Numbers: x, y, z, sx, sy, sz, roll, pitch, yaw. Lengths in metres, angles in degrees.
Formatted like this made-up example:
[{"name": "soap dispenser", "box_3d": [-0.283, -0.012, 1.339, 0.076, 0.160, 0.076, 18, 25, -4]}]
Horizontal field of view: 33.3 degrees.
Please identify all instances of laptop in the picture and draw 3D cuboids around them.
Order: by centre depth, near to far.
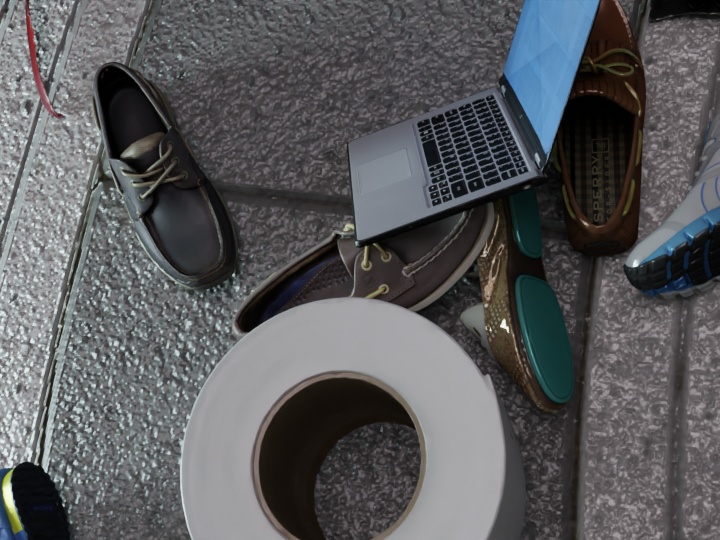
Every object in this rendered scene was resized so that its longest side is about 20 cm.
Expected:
[{"name": "laptop", "box_3d": [0.068, -0.132, 0.806, 0.199, 0.117, 0.188, -20, 24, 7]}]

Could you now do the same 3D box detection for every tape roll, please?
[{"name": "tape roll", "box_3d": [0.001, 0.133, 0.768, 0.201, 0.139, 0.204, -4, 70, 11]}]

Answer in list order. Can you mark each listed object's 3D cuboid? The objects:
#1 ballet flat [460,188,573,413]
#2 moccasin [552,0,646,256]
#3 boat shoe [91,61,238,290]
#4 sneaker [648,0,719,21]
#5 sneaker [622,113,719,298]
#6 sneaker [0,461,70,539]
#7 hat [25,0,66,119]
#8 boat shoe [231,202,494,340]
[{"name": "ballet flat", "box_3d": [0.099, 0.007, 0.838, 0.065, 0.070, 0.202, -22, 62, 34]}, {"name": "moccasin", "box_3d": [0.163, -0.113, 0.847, 0.073, 0.078, 0.203, 3, 72, 14]}, {"name": "boat shoe", "box_3d": [-0.159, -0.073, 0.911, 0.074, 0.073, 0.201, -32, 67, 1]}, {"name": "sneaker", "box_3d": [0.313, -0.214, 0.859, 0.198, 0.060, 0.105, 17, 75, 23]}, {"name": "sneaker", "box_3d": [0.253, -0.060, 0.821, 0.199, 0.075, 0.087, -34, 57, -6]}, {"name": "sneaker", "box_3d": [-0.237, 0.237, 0.834, 0.078, 0.066, 0.201, -27, 67, 16]}, {"name": "hat", "box_3d": [-0.315, -0.251, 1.040, 0.164, 0.177, 0.201, -1, 34, 15]}, {"name": "boat shoe", "box_3d": [0.000, 0.000, 0.828, 0.199, 0.059, 0.072, -33, 56, 19]}]
